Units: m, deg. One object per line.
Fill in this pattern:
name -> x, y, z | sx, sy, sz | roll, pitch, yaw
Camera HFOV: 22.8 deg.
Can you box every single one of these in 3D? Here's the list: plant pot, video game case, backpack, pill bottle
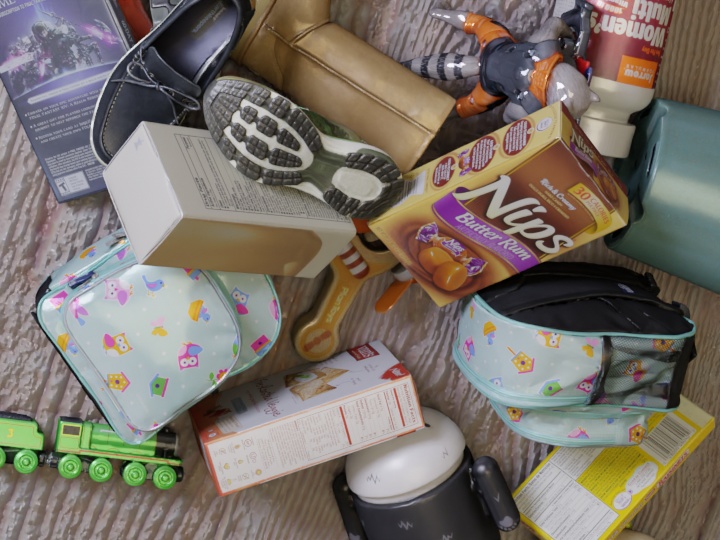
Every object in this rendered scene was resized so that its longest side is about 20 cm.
plant pot -> 0.342, -0.064, 1.672 | 0.195, 0.200, 0.202 | 17, 98, -7
video game case -> -0.248, -0.166, 1.555 | 0.142, 0.019, 0.201 | -13, 108, 30
backpack -> 0.185, 0.073, 1.654 | 0.198, 0.176, 0.154 | 9, 110, -20
pill bottle -> 0.227, -0.212, 1.647 | 0.109, 0.110, 0.202 | 10, 99, -14
backpack -> -0.172, 0.037, 1.593 | 0.199, 0.153, 0.177 | -35, 102, -11

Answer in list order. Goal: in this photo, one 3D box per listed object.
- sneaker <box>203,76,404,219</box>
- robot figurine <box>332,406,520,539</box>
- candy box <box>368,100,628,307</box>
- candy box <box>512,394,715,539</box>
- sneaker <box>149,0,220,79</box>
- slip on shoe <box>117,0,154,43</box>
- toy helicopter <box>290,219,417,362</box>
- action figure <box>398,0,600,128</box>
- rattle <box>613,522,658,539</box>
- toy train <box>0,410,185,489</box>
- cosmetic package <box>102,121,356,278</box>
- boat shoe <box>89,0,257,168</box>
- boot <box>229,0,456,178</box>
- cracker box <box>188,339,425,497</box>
sneaker -> -0.058, -0.113, 1.525 | 0.199, 0.089, 0.077 | 29, 107, -32
robot figurine -> 0.062, 0.226, 1.696 | 0.149, 0.125, 0.201 | -24, 110, -8
candy box -> 0.120, -0.056, 1.560 | 0.199, 0.057, 0.117 | -26, 125, 26
candy box -> 0.241, 0.188, 1.724 | 0.200, 0.102, 0.026 | -44, 146, -15
sneaker -> -0.151, -0.256, 1.580 | 0.073, 0.089, 0.202 | -1, 80, 11
slip on shoe -> -0.193, -0.175, 1.584 | 0.061, 0.074, 0.201 | -34, 112, -29
toy helicopter -> 0.000, 0.000, 1.673 | 0.131, 0.079, 0.201 | 20, 108, -25
action figure -> 0.129, -0.150, 1.594 | 0.104, 0.193, 0.202 | 4, 96, -43
rattle -> 0.270, 0.268, 1.803 | 0.199, 0.144, 0.130 | 24, 129, -31
toy train -> -0.259, 0.165, 1.657 | 0.198, 0.042, 0.057 | 8, 90, -14
cosmetic package -> -0.110, -0.058, 1.523 | 0.199, 0.106, 0.071 | 6, 140, -43
boat shoe -> -0.160, -0.165, 1.486 | 0.074, 0.062, 0.200 | 38, 104, -12
boot -> 0.001, -0.199, 1.590 | 0.199, 0.066, 0.176 | 35, 112, 2
cracker box -> -0.053, 0.133, 1.646 | 0.198, 0.134, 0.058 | -17, 104, -9
